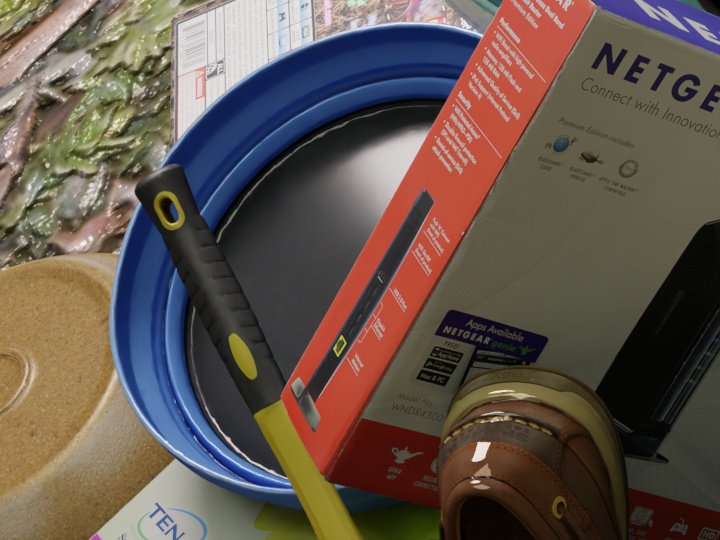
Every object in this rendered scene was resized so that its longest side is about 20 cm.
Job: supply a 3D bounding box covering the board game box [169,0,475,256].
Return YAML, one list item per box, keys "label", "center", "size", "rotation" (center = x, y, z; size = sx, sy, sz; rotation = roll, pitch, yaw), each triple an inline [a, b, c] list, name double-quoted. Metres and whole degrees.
- label: "board game box"
  center: [0.025, -0.063, 1.056]
  size: [0.200, 0.097, 0.160]
  rotation: [-20, 44, 17]

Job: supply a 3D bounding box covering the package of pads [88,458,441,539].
- label: "package of pads"
  center: [-0.017, 0.133, 0.925]
  size: [0.154, 0.068, 0.200]
  rotation: [-43, 42, -7]

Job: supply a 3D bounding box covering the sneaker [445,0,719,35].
- label: "sneaker"
  center: [0.112, -0.110, 0.923]
  size: [0.200, 0.080, 0.071]
  rotation: [31, 43, 23]

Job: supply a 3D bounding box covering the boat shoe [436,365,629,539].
- label: "boat shoe"
  center: [0.063, 0.132, 0.773]
  size: [0.072, 0.200, 0.068]
  rotation: [-9, 22, 22]

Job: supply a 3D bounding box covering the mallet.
- label: "mallet"
  center: [-0.036, 0.059, 0.854]
  size: [0.066, 0.041, 0.200]
  rotation: [-36, 78, 9]

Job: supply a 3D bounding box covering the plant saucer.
- label: "plant saucer"
  center: [-0.160, 0.062, 1.110]
  size: [0.200, 0.035, 0.201]
  rotation: [-18, 45, 19]

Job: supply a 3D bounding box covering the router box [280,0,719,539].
- label: "router box"
  center: [0.100, 0.007, 0.815]
  size: [0.180, 0.200, 0.049]
  rotation: [-61, 33, 21]

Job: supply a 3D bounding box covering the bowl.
- label: "bowl"
  center: [0.000, 0.000, 0.929]
  size: [0.200, 0.039, 0.201]
  rotation: [-13, 57, 21]
